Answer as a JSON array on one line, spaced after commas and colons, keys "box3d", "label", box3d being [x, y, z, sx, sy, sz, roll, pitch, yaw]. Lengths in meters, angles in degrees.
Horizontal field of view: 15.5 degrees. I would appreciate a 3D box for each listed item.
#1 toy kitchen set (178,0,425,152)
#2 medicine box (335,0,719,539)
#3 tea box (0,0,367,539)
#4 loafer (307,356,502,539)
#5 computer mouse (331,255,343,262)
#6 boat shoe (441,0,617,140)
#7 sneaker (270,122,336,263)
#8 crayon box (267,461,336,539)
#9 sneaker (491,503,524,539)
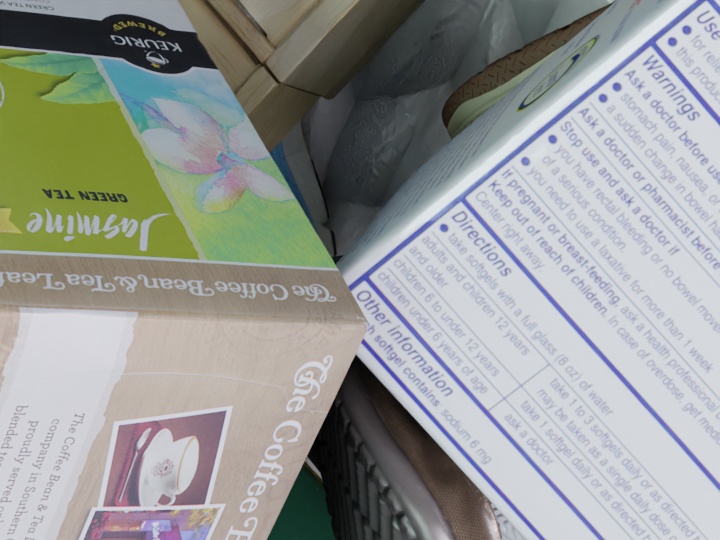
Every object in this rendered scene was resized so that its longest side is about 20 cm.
[{"box3d": [-0.066, -0.159, 0.912, 0.200, 0.180, 0.163, -46, 69, 14], "label": "toy kitchen set"}, {"box3d": [0.123, 0.003, 0.810, 0.200, 0.103, 0.182, -39, 96, 27], "label": "medicine box"}, {"box3d": [-0.121, 0.029, 0.849, 0.197, 0.133, 0.201, 57, 133, 42], "label": "tea box"}, {"box3d": [0.019, 0.050, 0.899, 0.200, 0.071, 0.073, -117, 20, -61], "label": "loafer"}, {"box3d": [0.000, 0.000, 0.995, 0.199, 0.034, 0.059, 1, 127, 19], "label": "computer mouse"}, {"box3d": [0.111, -0.062, 0.893, 0.202, 0.075, 0.075, -25, 92, 46], "label": "boat shoe"}, {"box3d": [-0.068, -0.038, 1.065, 0.078, 0.090, 0.201, 12, 114, 42], "label": "sneaker"}, {"box3d": [-0.058, 0.095, 1.050, 0.173, 0.058, 0.200, 44, 168, 24], "label": "crayon box"}, {"box3d": [0.044, 0.093, 1.009, 0.200, 0.075, 0.114, 31, 144, 54], "label": "sneaker"}]
